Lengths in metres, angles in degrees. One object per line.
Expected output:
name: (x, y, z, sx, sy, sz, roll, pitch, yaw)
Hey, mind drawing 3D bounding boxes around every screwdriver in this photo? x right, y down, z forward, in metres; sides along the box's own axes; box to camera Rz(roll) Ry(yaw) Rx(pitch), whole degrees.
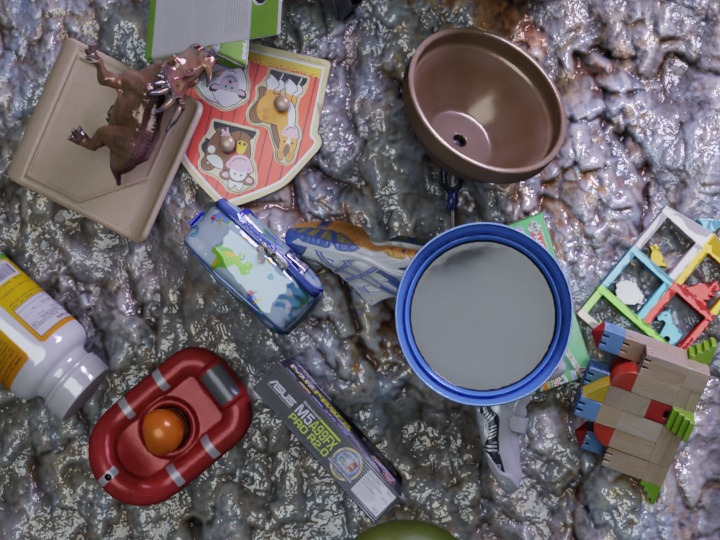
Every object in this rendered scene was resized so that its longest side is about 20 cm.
screwdriver: (0.108, -0.057, 1.438, 0.029, 0.028, 0.203, 5, 95, 31)

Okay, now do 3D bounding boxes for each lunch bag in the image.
lunch bag: (-0.118, -0.006, 1.349, 0.161, 0.200, 0.083, 42, 88, 3)

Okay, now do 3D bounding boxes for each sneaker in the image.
sneaker: (0.185, 0.148, 1.368, 0.113, 0.075, 0.203, -13, 89, 3)
sneaker: (0.000, 0.000, 1.410, 0.197, 0.075, 0.089, 14, 117, 17)

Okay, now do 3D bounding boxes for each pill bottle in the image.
pill bottle: (-0.394, 0.079, 1.397, 0.200, 0.111, 0.111, 42, 89, 3)

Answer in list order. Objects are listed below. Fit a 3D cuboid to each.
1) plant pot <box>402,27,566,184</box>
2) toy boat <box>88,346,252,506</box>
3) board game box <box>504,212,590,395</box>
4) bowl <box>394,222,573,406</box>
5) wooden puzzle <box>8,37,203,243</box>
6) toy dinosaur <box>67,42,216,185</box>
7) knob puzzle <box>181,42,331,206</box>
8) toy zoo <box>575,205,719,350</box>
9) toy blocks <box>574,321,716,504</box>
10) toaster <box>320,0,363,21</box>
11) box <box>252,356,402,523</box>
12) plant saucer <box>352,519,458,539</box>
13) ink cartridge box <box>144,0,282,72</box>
plant pot: (0.131, -0.174, 1.385, 0.198, 0.093, 0.203, 11, 59, -18)
toy boat: (-0.226, 0.184, 1.378, 0.199, 0.131, 0.131, -40, 87, -1)
board game box: (0.184, 0.048, 1.417, 0.133, 0.029, 0.203, -18, 92, 0)
bowl: (0.137, 0.049, 1.326, 0.197, 0.039, 0.204, 0, 85, 4)
wooden puzzle: (-0.307, -0.156, 1.440, 0.198, 0.037, 0.187, 26, 95, 7)
toy dinosaur: (-0.248, -0.171, 1.344, 0.135, 0.085, 0.202, 30, 113, 24)
knob puzzle: (-0.142, -0.175, 1.442, 0.216, 0.030, 0.223, 0, 88, 1)
toy zoo: (0.369, 0.018, 1.425, 0.131, 0.020, 0.200, 41, 90, 3)
toy blocks: (0.310, 0.153, 1.378, 0.135, 0.100, 0.202, 18, 112, 4)
toaster: (-0.023, -0.433, 1.406, 0.181, 0.119, 0.200, -42, 87, -1)
box: (-0.034, 0.188, 1.360, 0.044, 0.160, 0.200, -42, 87, 1)
plant saucer: (0.054, 0.400, 1.413, 0.197, 0.031, 0.203, 0, 87, 2)
ink cartridge box: (-0.147, -0.314, 1.371, 0.198, 0.075, 0.150, -2, 80, 33)
